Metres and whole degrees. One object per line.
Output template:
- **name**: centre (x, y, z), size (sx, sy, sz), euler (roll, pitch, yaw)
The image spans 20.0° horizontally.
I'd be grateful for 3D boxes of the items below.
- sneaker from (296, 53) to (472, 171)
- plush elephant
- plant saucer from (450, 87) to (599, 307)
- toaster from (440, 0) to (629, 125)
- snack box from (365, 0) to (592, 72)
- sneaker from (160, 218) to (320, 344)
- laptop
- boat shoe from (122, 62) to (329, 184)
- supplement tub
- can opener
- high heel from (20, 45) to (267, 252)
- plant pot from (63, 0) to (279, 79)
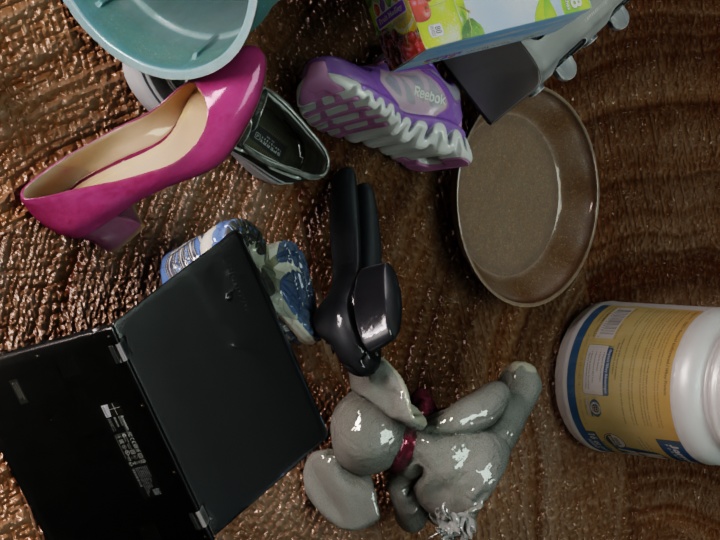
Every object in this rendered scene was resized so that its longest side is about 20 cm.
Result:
- **sneaker**: centre (0.021, -0.150, 1.718), size (0.199, 0.080, 0.089), euler (21, 70, -48)
- **plush elephant**: centre (0.039, 0.142, 1.709), size (0.154, 0.165, 0.200), euler (35, 25, -3)
- **plant saucer**: centre (0.143, -0.068, 1.866), size (0.199, 0.036, 0.202), euler (-2, 93, -46)
- **toaster**: centre (0.132, -0.259, 1.756), size (0.181, 0.118, 0.200), euler (-42, 98, -31)
- **snack box**: centre (0.073, -0.275, 1.621), size (0.168, 0.068, 0.202), euler (-16, 86, -30)
- **sneaker**: centre (-0.095, 0.014, 1.614), size (0.200, 0.085, 0.078), euler (41, 37, -60)
- **laptop**: centre (-0.156, 0.099, 1.516), size (0.116, 0.198, 0.188), euler (-70, 141, -60)
- **boat shoe**: centre (-0.097, -0.131, 1.598), size (0.199, 0.071, 0.073), euler (32, 70, -40)
- **supplement tub**: centre (0.297, 0.105, 1.911), size (0.144, 0.199, 0.146), euler (-3, 94, -44)
- **can opener**: centre (0.000, 0.000, 1.670), size (0.201, 0.078, 0.064), euler (-94, 157, -44)
- **high heel**: centre (-0.155, -0.097, 1.489), size (0.200, 0.067, 0.096), euler (-50, 140, 10)
- **plant pot**: centre (-0.101, -0.272, 1.515), size (0.196, 0.199, 0.202), euler (-39, 118, -45)
